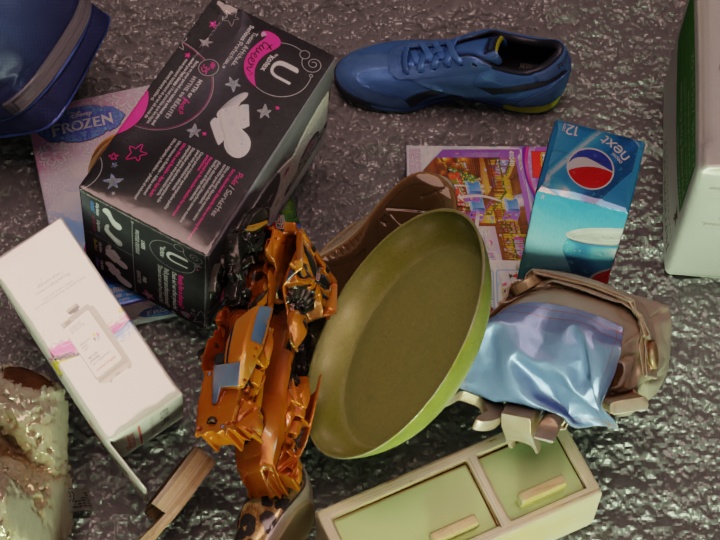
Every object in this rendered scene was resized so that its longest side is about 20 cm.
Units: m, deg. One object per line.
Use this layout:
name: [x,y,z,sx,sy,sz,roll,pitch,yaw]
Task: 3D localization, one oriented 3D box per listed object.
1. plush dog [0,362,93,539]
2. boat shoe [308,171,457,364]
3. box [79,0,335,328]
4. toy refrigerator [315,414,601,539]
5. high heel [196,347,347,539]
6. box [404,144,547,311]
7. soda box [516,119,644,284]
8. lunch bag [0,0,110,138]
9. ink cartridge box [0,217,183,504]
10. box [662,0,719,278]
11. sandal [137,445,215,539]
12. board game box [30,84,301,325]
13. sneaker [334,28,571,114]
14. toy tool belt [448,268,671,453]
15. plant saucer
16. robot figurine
plush dog: [-0.302,0.180,1.416,0.171,0.161,0.200,-4,32,12]
boat shoe: [0.000,0.000,1.524,0.072,0.065,0.200,45,99,2]
box: [-0.114,-0.081,1.496,0.114,0.132,0.200,28,64,9]
toy refrigerator: [0.072,0.182,1.440,0.199,0.070,0.076,-21,63,-13]
high heel: [-0.097,0.148,1.460,0.142,0.072,0.200,22,59,16]
box: [0.104,-0.007,1.560,0.136,0.039,0.201,1,61,0]
soda box: [0.157,-0.025,1.434,0.067,0.200,0.064,14,62,6]
lunch bag: [-0.309,-0.180,1.574,0.199,0.132,0.136,-1,53,45]
ink cartridge box: [-0.190,0.070,1.444,0.067,0.117,0.200,-33,83,-10]
box: [0.350,-0.113,1.547,0.199,0.172,0.200,4,61,2]
sandal: [-0.157,0.231,1.405,0.070,0.078,0.212,38,76,-3]
board game box: [-0.157,-0.060,1.582,0.199,0.041,0.200,-13,63,-8]
sneaker: [0.077,-0.176,1.631,0.199,0.079,0.066,2,63,2]
toy tool belt: [0.121,0.066,1.404,0.199,0.126,0.123,4,23,20]
plant saucer: [0.032,0.050,1.409,0.031,0.200,0.201,31,58,-27]
robot figurine: [-0.064,0.055,1.408,0.058,0.145,0.201,-3,56,23]
